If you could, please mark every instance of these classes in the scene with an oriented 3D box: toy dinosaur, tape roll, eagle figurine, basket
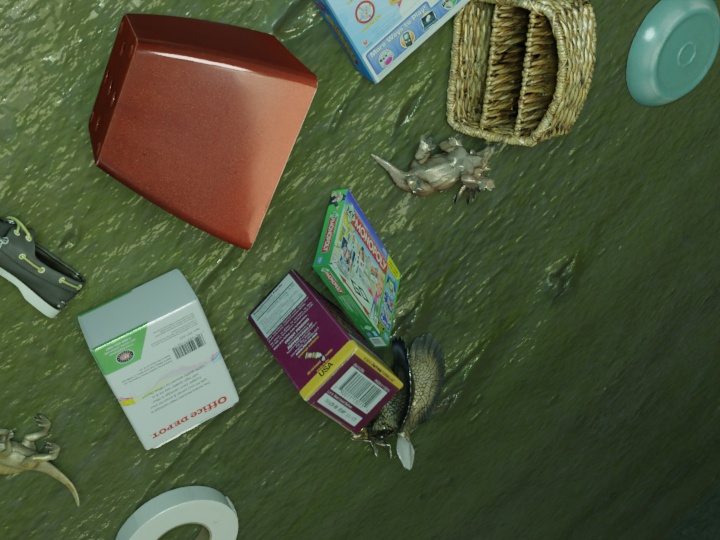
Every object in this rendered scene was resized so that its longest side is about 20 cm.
[{"bbox_3d":[0.112,-0.139,1.177,0.199,0.136,0.086,-6,85,-6],"label":"toy dinosaur"},{"bbox_3d":[-0.296,0.436,1.320,0.202,0.037,0.204,-18,128,-24],"label":"tape roll"},{"bbox_3d":[0.066,0.210,1.351,0.151,0.152,0.200,33,105,-23],"label":"eagle figurine"},{"bbox_3d":[-0.445,0.247,1.087,0.200,0.058,0.101,29,117,-35],"label":"toy dinosaur"},{"bbox_3d":[0.217,-0.272,1.104,0.148,0.143,0.201,-15,127,-26],"label":"basket"}]

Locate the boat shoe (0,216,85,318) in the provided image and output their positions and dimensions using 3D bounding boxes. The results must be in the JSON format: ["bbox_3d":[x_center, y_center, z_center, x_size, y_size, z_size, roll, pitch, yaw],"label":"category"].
[{"bbox_3d":[-0.390,-0.025,0.916,0.061,0.072,0.201,-41,141,-8],"label":"boat shoe"}]

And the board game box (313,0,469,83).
[{"bbox_3d":[0.036,-0.366,0.976,0.200,0.056,0.196,-42,134,-3],"label":"board game box"}]

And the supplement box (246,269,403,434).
[{"bbox_3d":[-0.053,0.112,1.146,0.103,0.200,0.131,-45,134,2],"label":"supplement box"}]

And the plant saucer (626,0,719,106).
[{"bbox_3d":[0.521,-0.357,1.327,0.199,0.036,0.201,-18,129,-23],"label":"plant saucer"}]

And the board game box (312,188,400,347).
[{"bbox_3d":[0.000,0.000,1.164,0.029,0.135,0.200,-7,140,26],"label":"board game box"}]

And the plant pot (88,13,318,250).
[{"bbox_3d":[-0.186,-0.169,0.880,0.175,0.200,0.201,14,112,-28],"label":"plant pot"}]

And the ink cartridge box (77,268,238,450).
[{"bbox_3d":[-0.265,0.121,1.089,0.144,0.084,0.201,-27,131,-16],"label":"ink cartridge box"}]
